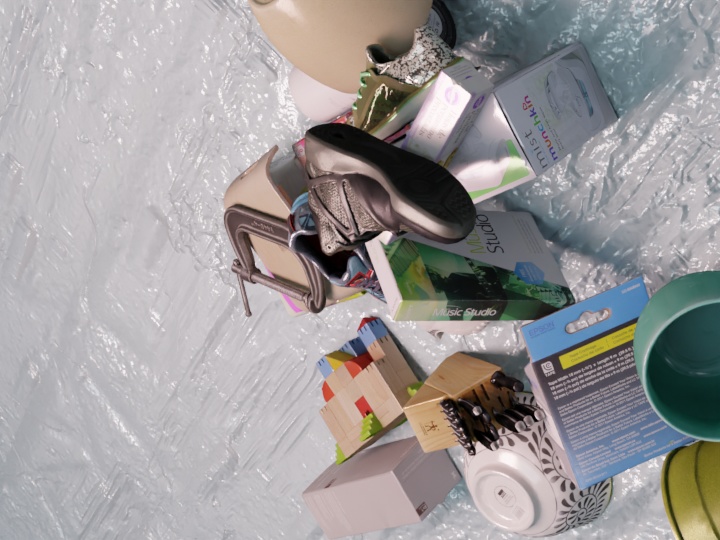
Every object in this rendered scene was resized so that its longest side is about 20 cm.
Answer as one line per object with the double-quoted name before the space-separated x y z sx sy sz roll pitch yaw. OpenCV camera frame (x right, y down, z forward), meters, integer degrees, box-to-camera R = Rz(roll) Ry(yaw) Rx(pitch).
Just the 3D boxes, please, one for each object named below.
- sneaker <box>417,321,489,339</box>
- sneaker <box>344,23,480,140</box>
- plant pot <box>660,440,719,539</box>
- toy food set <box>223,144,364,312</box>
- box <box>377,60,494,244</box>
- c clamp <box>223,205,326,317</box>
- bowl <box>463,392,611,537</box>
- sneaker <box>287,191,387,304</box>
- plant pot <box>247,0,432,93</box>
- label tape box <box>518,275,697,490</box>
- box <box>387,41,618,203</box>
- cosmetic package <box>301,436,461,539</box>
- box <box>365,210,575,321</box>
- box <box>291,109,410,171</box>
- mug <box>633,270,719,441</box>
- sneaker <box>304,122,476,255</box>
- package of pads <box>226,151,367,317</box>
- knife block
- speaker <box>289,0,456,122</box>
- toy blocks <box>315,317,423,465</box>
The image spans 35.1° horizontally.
"sneaker" 0.138 0.030 1.338 0.200 0.076 0.081 -17 115 49
"sneaker" 0.026 -0.185 1.147 0.200 0.077 0.089 -27 100 38
"plant pot" 0.438 0.221 1.125 0.193 0.200 0.200 -41 86 34
"toy food set" -0.073 -0.045 1.364 0.200 0.060 0.143 53 151 -7
"box" 0.060 -0.107 1.081 0.039 0.041 0.200 43 132 16
"c clamp" -0.102 -0.001 1.374 0.200 0.027 0.171 15 131 49
"bowl" 0.196 0.259 1.400 0.201 0.094 0.201 21 127 30
"sneaker" 0.000 0.000 1.248 0.200 0.096 0.079 32 122 -7
"plant pot" -0.039 -0.295 1.173 0.200 0.134 0.201 -12 74 47
"label tape box" 0.260 0.114 1.226 0.063 0.144 0.200 -121 9 -76
"box" 0.127 -0.134 1.163 0.200 0.176 0.097 -22 100 44
"cosmetic package" 0.027 0.296 1.557 0.200 0.107 0.090 -28 96 44
"box" 0.111 -0.007 1.204 0.144 0.200 0.036 -110 27 -43
"box" 0.025 -0.091 1.332 0.103 0.095 0.200 -21 100 44
"mug" 0.364 0.080 1.129 0.185 0.114 0.152 12 110 1
"sneaker" 0.024 -0.053 1.061 0.199 0.076 0.114 28 129 33
"package of pads" -0.068 -0.050 1.454 0.154 0.068 0.200 -19 103 45
"knife block" 0.148 0.145 1.318 0.175 0.200 0.064 -20 101 33
"speaker" 0.009 -0.235 1.270 0.200 0.081 0.081 -23 99 46
"toy blocks" 0.000 0.153 1.516 0.137 0.100 0.200 57 136 14
